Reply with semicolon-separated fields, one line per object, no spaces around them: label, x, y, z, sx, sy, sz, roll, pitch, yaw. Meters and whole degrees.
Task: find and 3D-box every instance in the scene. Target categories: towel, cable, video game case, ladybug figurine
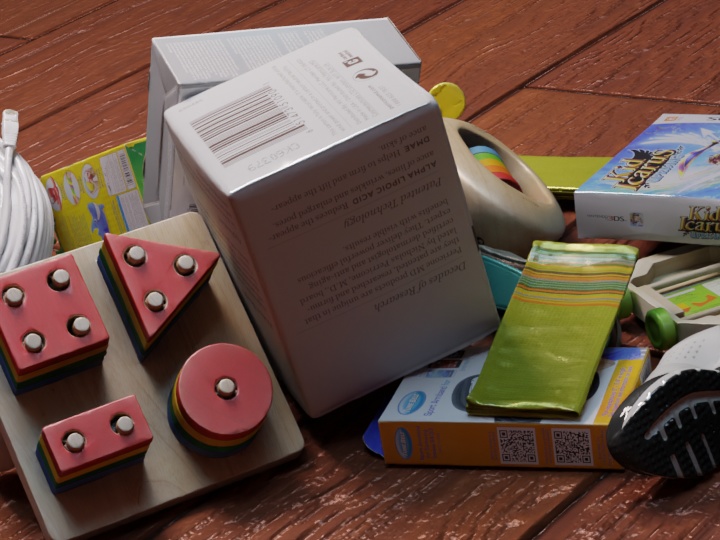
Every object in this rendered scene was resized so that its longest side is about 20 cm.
towel;0.213;-0.081;1.909;0.199;0.018;0.086;3;23;28
cable;-0.358;-0.025;1.814;0.199;0.069;0.201;-18;64;10
video game case;0.297;-0.077;1.755;0.180;0.046;0.200;3;24;30
ladybug figurine;0.102;-0.064;1.818;0.135;0.072;0.200;26;18;-23
towel;0.140;0.039;1.535;0.085;0.018;0.200;-1;34;22

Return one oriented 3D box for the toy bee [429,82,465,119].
toy bee;0.027;-0.124;1.971;0.131;0.109;0.200;-55;32;-13

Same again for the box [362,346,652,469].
box;0.102;0.096;1.525;0.198;0.042;0.119;1;25;18

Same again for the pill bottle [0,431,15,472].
pill bottle;-0.193;0.080;1.586;0.199;0.110;0.109;-19;25;-22

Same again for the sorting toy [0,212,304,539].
sorting toy;-0.161;0.064;1.501;0.198;0.201;0.070;-19;-18;-22

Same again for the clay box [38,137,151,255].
clay box;-0.206;-0.042;1.796;0.047;0.116;0.200;-20;4;-31

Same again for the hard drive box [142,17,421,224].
hard drive box;-0.064;-0.105;1.665;0.198;0.157;0.077;-6;36;-21

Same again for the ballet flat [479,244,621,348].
ballet flat;0.149;0.025;1.649;0.063;0.068;0.200;12;9;-39

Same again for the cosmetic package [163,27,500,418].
cosmetic package;-0.021;-0.037;1.562;0.164;0.201;0.165;-25;33;-10

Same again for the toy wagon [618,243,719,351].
toy wagon;0.285;0.025;1.624;0.154;0.040;0.200;-17;25;-16

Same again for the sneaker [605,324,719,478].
sneaker;0.228;0.090;1.473;0.080;0.074;0.199;-6;14;46
